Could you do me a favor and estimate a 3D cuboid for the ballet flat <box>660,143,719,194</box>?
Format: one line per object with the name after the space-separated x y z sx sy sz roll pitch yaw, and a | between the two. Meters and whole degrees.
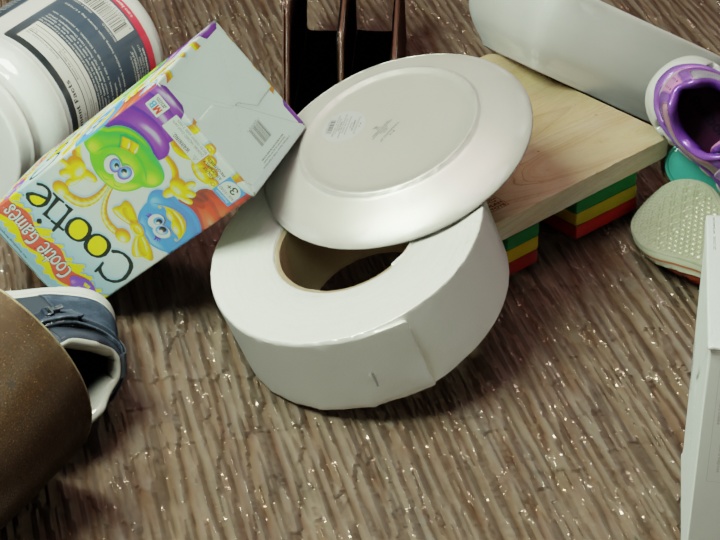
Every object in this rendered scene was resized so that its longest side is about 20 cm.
0.338 -0.068 1.464 0.200 0.068 0.072 10 15 17 | ballet flat

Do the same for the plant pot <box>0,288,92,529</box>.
-0.289 0.122 1.101 0.187 0.187 0.200 13 49 21 | plant pot

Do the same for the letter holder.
-0.012 -0.221 1.627 0.100 0.142 0.200 1 33 3 | letter holder

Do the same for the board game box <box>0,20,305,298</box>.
-0.156 -0.071 1.339 0.200 0.103 0.105 -33 15 34 | board game box

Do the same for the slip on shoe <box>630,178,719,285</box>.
0.266 -0.013 1.383 0.074 0.061 0.200 -45 31 -4 | slip on shoe

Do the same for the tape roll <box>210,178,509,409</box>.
0.000 0.000 1.295 0.202 0.071 0.203 -13 42 12 | tape roll

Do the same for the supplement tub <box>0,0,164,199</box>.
-0.267 -0.150 1.526 0.140 0.141 0.200 16 37 25 | supplement tub

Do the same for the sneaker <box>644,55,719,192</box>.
0.294 -0.083 1.389 0.200 0.081 0.088 42 7 7 | sneaker

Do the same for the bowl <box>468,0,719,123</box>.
0.189 -0.190 1.567 0.199 0.075 0.200 22 9 -22 | bowl

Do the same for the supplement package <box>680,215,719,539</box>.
0.296 0.088 1.097 0.200 0.192 0.147 5 34 7 | supplement package

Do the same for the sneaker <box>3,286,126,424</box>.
-0.254 0.064 1.236 0.202 0.077 0.146 -9 21 -13 | sneaker

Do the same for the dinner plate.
0.023 -0.093 1.312 0.200 0.024 0.200 -15 41 13 | dinner plate

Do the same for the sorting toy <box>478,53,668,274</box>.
0.103 -0.080 1.473 0.200 0.070 0.199 -27 41 -33 | sorting toy
